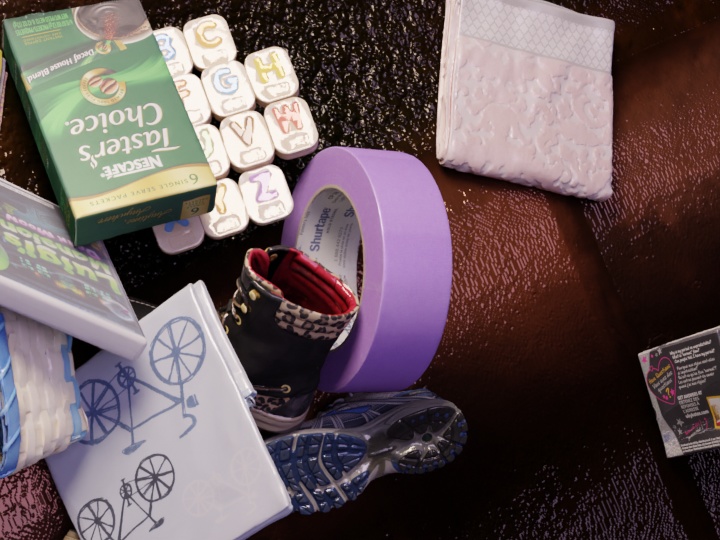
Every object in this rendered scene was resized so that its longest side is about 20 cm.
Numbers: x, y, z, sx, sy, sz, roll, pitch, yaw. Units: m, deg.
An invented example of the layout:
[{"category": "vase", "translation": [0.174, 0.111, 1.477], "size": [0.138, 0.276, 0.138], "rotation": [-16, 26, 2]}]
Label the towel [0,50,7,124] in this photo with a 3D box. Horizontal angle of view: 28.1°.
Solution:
[{"category": "towel", "translation": [-0.354, -0.089, 1.127], "size": [0.142, 0.023, 0.203], "rotation": [9, 76, -27]}]

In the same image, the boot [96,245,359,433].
[{"category": "boot", "translation": [-0.108, 0.039, 1.147], "size": [0.198, 0.151, 0.074], "rotation": [27, 41, -7]}]

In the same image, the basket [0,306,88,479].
[{"category": "basket", "translation": [-0.304, 0.084, 1.045], "size": [0.199, 0.138, 0.179], "rotation": [1, 79, -57]}]

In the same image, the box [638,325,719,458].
[{"category": "box", "translation": [0.399, 0.102, 1.434], "size": [0.198, 0.132, 0.116], "rotation": [-11, 82, -29]}]

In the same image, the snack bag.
[{"category": "snack bag", "translation": [-0.152, 0.139, 1.089], "size": [0.201, 0.188, 0.021], "rotation": [61, 18, 21]}]

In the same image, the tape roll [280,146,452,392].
[{"category": "tape roll", "translation": [0.000, 0.000, 1.199], "size": [0.065, 0.200, 0.203], "rotation": [1, 80, -27]}]

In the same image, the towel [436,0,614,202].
[{"category": "towel", "translation": [0.168, -0.177, 1.419], "size": [0.198, 0.032, 0.194], "rotation": [10, 76, -25]}]

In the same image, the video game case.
[{"category": "video game case", "translation": [-0.262, -0.023, 1.066], "size": [0.199, 0.182, 0.023], "rotation": [28, 107, -36]}]

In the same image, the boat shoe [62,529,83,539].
[{"category": "boat shoe", "translation": [-0.148, 0.251, 1.146], "size": [0.198, 0.075, 0.069], "rotation": [13, 80, -25]}]

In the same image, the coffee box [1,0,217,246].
[{"category": "coffee box", "translation": [-0.202, -0.124, 1.153], "size": [0.121, 0.044, 0.202], "rotation": [-13, 64, -21]}]

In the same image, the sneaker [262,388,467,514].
[{"category": "sneaker", "translation": [-0.010, 0.149, 1.246], "size": [0.197, 0.085, 0.078], "rotation": [-11, 111, -9]}]

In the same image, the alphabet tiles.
[{"category": "alphabet tiles", "translation": [-0.140, -0.118, 1.206], "size": [0.198, 0.015, 0.198], "rotation": [-18, 73, -10]}]
